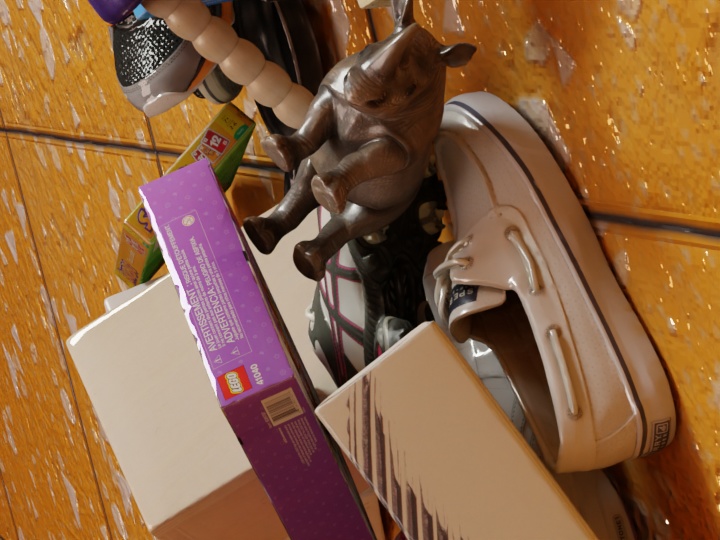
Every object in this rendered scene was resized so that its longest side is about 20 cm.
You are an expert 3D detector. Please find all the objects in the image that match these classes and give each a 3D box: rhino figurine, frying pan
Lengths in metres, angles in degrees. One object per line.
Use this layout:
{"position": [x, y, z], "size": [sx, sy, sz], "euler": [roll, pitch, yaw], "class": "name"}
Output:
{"position": [0.003, -0.065, 1.156], "size": [0.060, 0.087, 0.200], "euler": [47, 157, 10], "class": "rhino figurine"}
{"position": [-0.036, -0.086, 1.446], "size": [0.115, 0.031, 0.191], "euler": [165, 88, -75], "class": "frying pan"}

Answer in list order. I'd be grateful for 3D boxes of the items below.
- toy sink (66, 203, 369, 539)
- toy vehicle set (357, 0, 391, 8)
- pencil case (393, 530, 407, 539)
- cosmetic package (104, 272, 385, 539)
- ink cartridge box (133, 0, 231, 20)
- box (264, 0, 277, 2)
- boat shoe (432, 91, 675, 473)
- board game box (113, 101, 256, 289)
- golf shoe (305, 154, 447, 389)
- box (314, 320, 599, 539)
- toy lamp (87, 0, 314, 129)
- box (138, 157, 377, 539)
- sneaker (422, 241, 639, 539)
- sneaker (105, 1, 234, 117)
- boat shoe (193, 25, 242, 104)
{"position": [-0.037, 0.055, 1.415], "size": [0.131, 0.199, 0.112], "euler": [61, -172, 28], "class": "toy sink"}
{"position": [0.014, -0.230, 1.107], "size": [0.124, 0.026, 0.201], "euler": [-26, 80, 46], "class": "toy vehicle set"}
{"position": [0.047, 0.156, 1.327], "size": [0.200, 0.090, 0.094], "euler": [113, 168, -66], "class": "pencil case"}
{"position": [-0.071, 0.096, 1.584], "size": [0.085, 0.107, 0.201], "euler": [83, 161, -56], "class": "cosmetic package"}
{"position": [-0.069, -0.225, 1.329], "size": [0.200, 0.067, 0.117], "euler": [-34, 74, 56], "class": "ink cartridge box"}
{"position": [-0.048, -0.248, 1.209], "size": [0.143, 0.036, 0.201], "euler": [-47, 64, 37], "class": "box"}
{"position": [0.068, 0.006, 1.165], "size": [0.071, 0.069, 0.201], "euler": [105, 144, -58], "class": "boat shoe"}
{"position": [-0.110, -0.040, 1.574], "size": [0.030, 0.096, 0.200], "euler": [40, 168, 3], "class": "board game box"}
{"position": [0.000, 0.000, 1.295], "size": [0.088, 0.077, 0.202], "euler": [-20, 79, 45], "class": "golf shoe"}
{"position": [0.066, 0.122, 1.132], "size": [0.200, 0.068, 0.082], "euler": [53, 180, 8], "class": "box"}
{"position": [-0.072, -0.114, 1.320], "size": [0.200, 0.058, 0.058], "euler": [40, 170, -17], "class": "toy lamp"}
{"position": [-0.043, 0.059, 1.225], "size": [0.200, 0.039, 0.137], "euler": [68, 179, -52], "class": "box"}
{"position": [0.060, 0.081, 1.209], "size": [0.075, 0.099, 0.201], "euler": [116, 136, -66], "class": "sneaker"}
{"position": [-0.122, -0.176, 1.446], "size": [0.078, 0.077, 0.201], "euler": [-26, 53, 30], "class": "sneaker"}
{"position": [-0.121, -0.170, 1.543], "size": [0.075, 0.062, 0.201], "euler": [42, -161, -55], "class": "boat shoe"}
